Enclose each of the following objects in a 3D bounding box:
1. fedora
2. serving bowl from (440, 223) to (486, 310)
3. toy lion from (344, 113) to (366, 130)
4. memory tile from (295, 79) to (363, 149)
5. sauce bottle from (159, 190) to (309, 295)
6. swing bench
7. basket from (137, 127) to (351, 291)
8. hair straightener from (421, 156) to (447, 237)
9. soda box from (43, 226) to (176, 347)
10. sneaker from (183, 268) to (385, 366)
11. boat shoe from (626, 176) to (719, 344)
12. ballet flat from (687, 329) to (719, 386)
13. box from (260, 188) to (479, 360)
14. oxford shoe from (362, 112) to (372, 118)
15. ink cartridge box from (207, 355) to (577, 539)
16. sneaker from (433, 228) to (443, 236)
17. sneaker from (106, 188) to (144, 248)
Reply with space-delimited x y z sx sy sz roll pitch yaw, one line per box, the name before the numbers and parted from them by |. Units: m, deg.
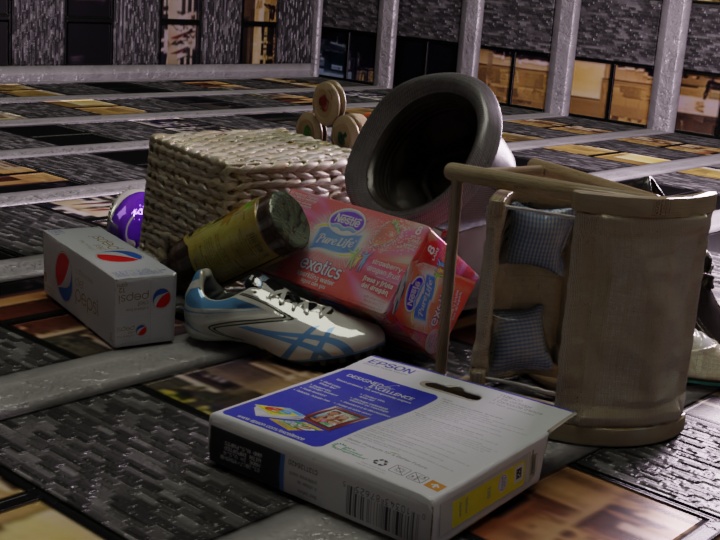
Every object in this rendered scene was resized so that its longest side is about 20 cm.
fedora | 0.084 -0.105 1.184 0.090 0.178 0.199 31 -11 -37
serving bowl | 0.134 -0.001 1.233 0.198 0.067 0.200 -15 -9 -3
toy lion | 0.000 -0.073 1.371 0.068 0.194 0.199 -2 -17 -37
memory tile | -0.026 -0.101 1.341 0.017 0.154 0.201 -10 60 -39
sauce bottle | -0.143 -0.014 1.141 0.198 0.065 0.065 -23 1 28
swing bench | 0.171 0.022 0.966 0.129 0.202 0.199 -8 18 -40
basket | -0.123 -0.063 1.297 0.198 0.163 0.197 -8 19 -35
hair straightener | 0.100 -0.076 1.334 0.040 0.201 0.078 -11 44 18
soda box | -0.250 0.012 1.145 0.063 0.069 0.199 -6 18 -33
sneaker | -0.072 0.042 1.077 0.198 0.073 0.072 9 14 15
boat shoe | 0.312 0.000 1.142 0.065 0.201 0.073 -38 -5 38
ballet flat | 0.270 0.068 1.093 0.197 0.063 0.068 5 14 0
box | 0.000 0.000 1.135 0.199 0.095 0.103 18 -16 44
oxford shoe | 0.040 -0.093 1.425 0.072 0.203 0.071 7 -17 -35
ink cartridge box | 0.026 0.123 0.849 0.196 0.048 0.199 13 15 36
sneaker | 0.146 -0.083 1.485 0.198 0.113 0.078 19 13 -13
sneaker | -0.230 -0.063 1.445 0.098 0.070 0.200 13 17 22
